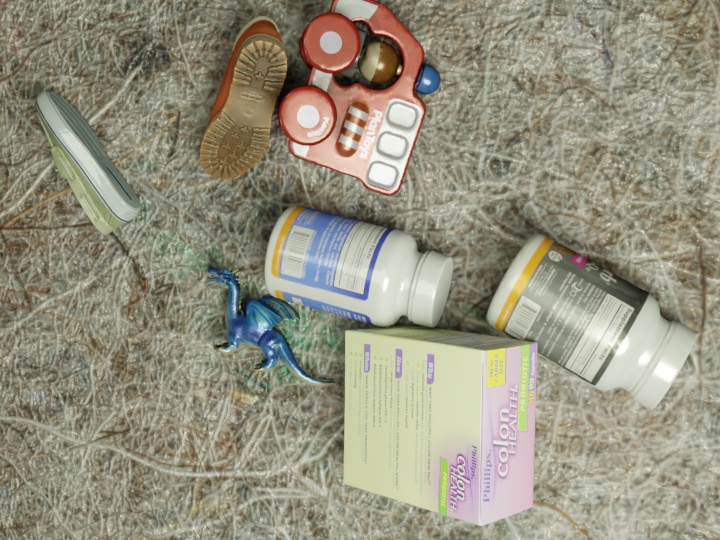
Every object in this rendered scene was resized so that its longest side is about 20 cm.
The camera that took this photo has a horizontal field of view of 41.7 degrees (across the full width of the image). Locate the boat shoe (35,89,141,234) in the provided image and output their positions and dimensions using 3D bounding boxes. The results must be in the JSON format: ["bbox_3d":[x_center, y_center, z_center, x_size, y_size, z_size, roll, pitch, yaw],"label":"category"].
[{"bbox_3d":[-0.360,-0.137,1.206,0.062,0.072,0.201,-36,84,12],"label":"boat shoe"}]

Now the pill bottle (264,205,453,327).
[{"bbox_3d":[0.000,0.000,1.082,0.198,0.112,0.113,14,95,15],"label":"pill bottle"}]

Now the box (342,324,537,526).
[{"bbox_3d":[0.082,0.157,1.025,0.199,0.096,0.178,4,95,46],"label":"box"}]

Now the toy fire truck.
[{"bbox_3d":[-0.001,-0.204,1.090,0.167,0.112,0.201,18,98,-9],"label":"toy fire truck"}]

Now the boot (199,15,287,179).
[{"bbox_3d":[-0.140,-0.207,1.143,0.075,0.108,0.201,15,124,-21],"label":"boot"}]

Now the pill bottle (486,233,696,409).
[{"bbox_3d":[0.244,0.056,1.009,0.199,0.116,0.117,30,99,13],"label":"pill bottle"}]

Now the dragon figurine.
[{"bbox_3d":[-0.113,0.066,1.143,0.199,0.059,0.100,25,99,16],"label":"dragon figurine"}]
